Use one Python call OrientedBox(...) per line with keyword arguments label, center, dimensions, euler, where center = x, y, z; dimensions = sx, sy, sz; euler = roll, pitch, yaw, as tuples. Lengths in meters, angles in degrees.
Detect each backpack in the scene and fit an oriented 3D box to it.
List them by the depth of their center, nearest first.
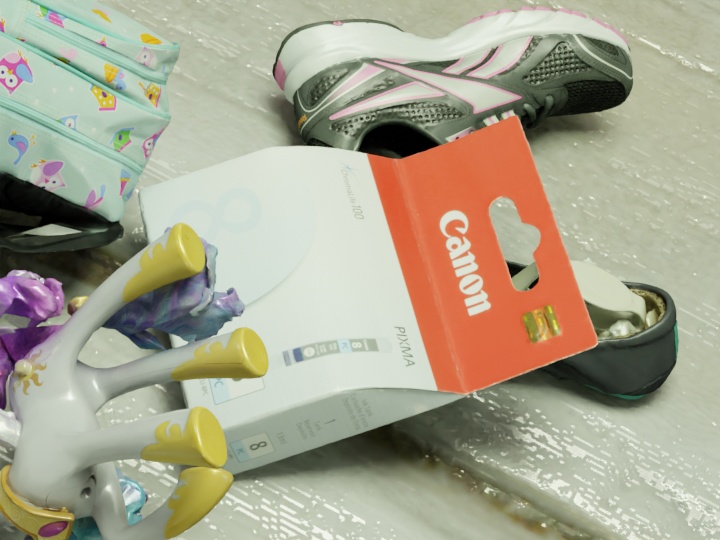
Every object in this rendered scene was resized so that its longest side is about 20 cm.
OrientedBox(label="backpack", center=(-0.186, -0.089, 1.383), dimensions=(0.200, 0.127, 0.167), euler=(21, 7, -37))

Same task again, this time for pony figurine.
OrientedBox(label="pony figurine", center=(-0.142, 0.058, 1.275), dimensions=(0.167, 0.200, 0.193), euler=(37, 36, -46))

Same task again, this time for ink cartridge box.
OrientedBox(label="ink cartridge box", center=(0.000, 0.000, 1.406), dimensions=(0.200, 0.047, 0.160), euler=(-19, 52, 4))

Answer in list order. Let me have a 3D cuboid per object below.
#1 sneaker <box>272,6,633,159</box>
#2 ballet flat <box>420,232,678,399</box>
OrientedBox(label="sneaker", center=(0.054, -0.085, 1.550), dimensions=(0.200, 0.080, 0.086), euler=(-6, 63, -13))
OrientedBox(label="ballet flat", center=(0.072, 0.013, 1.460), dimensions=(0.200, 0.073, 0.073), euler=(14, 47, -6))
